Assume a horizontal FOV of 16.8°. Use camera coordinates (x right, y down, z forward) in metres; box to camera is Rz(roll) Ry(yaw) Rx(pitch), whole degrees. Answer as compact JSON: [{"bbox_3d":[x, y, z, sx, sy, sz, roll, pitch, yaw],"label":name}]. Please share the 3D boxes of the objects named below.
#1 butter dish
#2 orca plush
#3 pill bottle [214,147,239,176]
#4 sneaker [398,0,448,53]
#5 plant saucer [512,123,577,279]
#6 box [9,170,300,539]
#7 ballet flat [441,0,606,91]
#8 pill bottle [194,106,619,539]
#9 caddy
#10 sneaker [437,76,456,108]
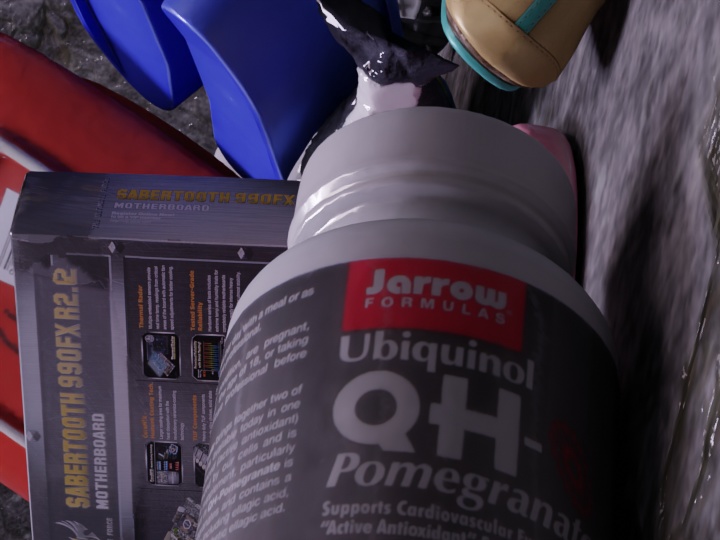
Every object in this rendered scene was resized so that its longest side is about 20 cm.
[{"bbox_3d":[-0.125,-0.006,1.156,0.200,0.200,0.148,-56,-1,26],"label":"butter dish"},{"bbox_3d":[-0.005,-0.050,0.997,0.200,0.105,0.071,84,-173,-53],"label":"orca plush"},{"bbox_3d":[-0.031,-0.018,1.297,0.200,0.112,0.112,106,173,-49],"label":"pill bottle"},{"bbox_3d":[0.032,-0.213,1.243,0.091,0.066,0.201,-97,15,-66],"label":"sneaker"},{"bbox_3d":[0.028,0.045,0.849,0.201,0.051,0.201,-170,90,-84],"label":"plant saucer"},{"bbox_3d":[-0.057,0.057,0.995,0.048,0.158,0.200,-84,-4,-56],"label":"box"},{"bbox_3d":[0.062,-0.124,0.860,0.063,0.069,0.200,-47,20,20],"label":"ballet flat"},{"bbox_3d":[0.013,0.057,0.648,0.111,0.110,0.200,107,172,-52],"label":"pill bottle"},{"bbox_3d":[-0.048,-0.122,1.027,0.105,0.141,0.200,-48,-18,-11],"label":"caddy"},{"bbox_3d":[0.000,0.000,1.134,0.083,0.071,0.200,180,97,-79],"label":"sneaker"}]
